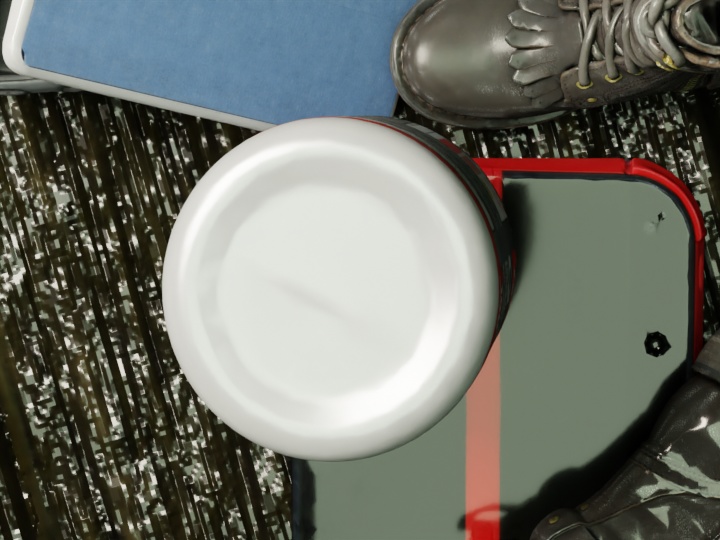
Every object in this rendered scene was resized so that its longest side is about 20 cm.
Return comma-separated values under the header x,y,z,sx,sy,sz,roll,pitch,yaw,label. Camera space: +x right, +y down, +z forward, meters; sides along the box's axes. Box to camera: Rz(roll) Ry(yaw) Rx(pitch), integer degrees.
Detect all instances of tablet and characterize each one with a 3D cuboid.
x,y,z,sx,sy,sz,roll,pitch,yaw,label
-0.044,-0.123,0.861,0.014,0.199,0.131,22,99,45,tablet

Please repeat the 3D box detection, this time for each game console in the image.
x,y,z,sx,sy,sz,roll,pitch,yaw,label
0.058,0.053,0.937,0.175,0.031,0.202,1,94,7,game console

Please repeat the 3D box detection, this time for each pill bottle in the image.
x,y,z,sx,sy,sz,roll,pitch,yaw,label
0.000,0.000,0.822,0.115,0.200,0.117,1,95,7,pill bottle

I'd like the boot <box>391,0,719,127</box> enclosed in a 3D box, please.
x,y,z,sx,sy,sz,roll,pitch,yaw,label
0.109,-0.095,0.837,0.198,0.174,0.070,-9,95,2,boot

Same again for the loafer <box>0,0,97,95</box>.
x,y,z,sx,sy,sz,roll,pitch,yaw,label
-0.163,-0.108,0.896,0.199,0.070,0.069,8,96,13,loafer

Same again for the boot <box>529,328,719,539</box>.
x,y,z,sx,sy,sz,roll,pitch,yaw,label
0.147,0.141,0.896,0.200,0.069,0.174,43,84,-10,boot
